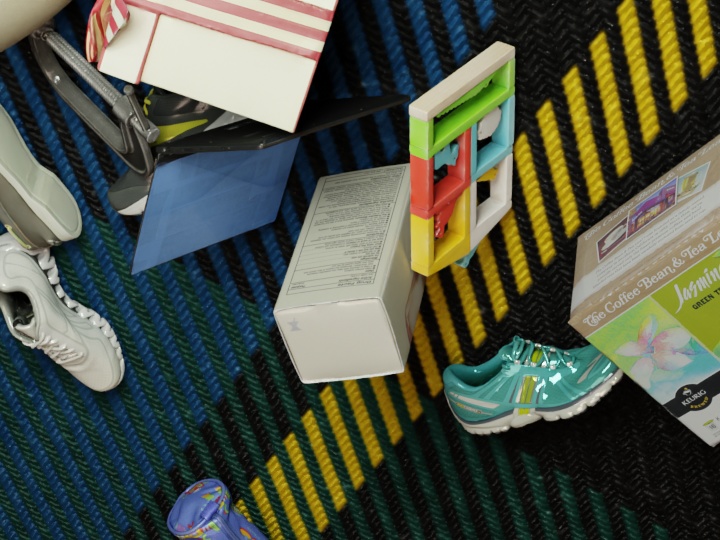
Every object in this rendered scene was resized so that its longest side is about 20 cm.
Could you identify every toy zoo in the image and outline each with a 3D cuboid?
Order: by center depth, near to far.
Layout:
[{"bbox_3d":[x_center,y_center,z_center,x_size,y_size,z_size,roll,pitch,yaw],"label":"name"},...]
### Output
[{"bbox_3d":[0.089,-0.084,1.449,0.020,0.131,0.201,24,134,31],"label":"toy zoo"}]

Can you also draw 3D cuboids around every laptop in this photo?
[{"bbox_3d":[-0.080,-0.074,1.432,0.199,0.187,0.117,1,108,43],"label":"laptop"}]

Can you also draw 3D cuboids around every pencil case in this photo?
[{"bbox_3d":[-0.124,0.318,1.832,0.087,0.078,0.200,-5,133,53],"label":"pencil case"}]

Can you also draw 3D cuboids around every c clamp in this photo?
[{"bbox_3d":[-0.232,-0.161,1.441,0.200,0.027,0.171,41,162,28],"label":"c clamp"}]

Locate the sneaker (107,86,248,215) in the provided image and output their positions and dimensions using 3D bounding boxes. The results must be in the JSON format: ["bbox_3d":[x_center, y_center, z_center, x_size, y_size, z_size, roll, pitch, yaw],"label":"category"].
[{"bbox_3d":[-0.170,-0.131,1.511,0.200,0.075,0.085,-40,105,24],"label":"sneaker"}]

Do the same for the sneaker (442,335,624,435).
[{"bbox_3d":[0.170,0.102,1.610,0.199,0.078,0.080,-20,112,25],"label":"sneaker"}]

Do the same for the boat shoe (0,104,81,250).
[{"bbox_3d":[-0.343,-0.098,1.565,0.060,0.072,0.202,-22,124,20],"label":"boat shoe"}]

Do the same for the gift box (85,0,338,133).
[{"bbox_3d":[-0.110,-0.226,1.314,0.186,0.200,0.186,18,98,-3],"label":"gift box"}]

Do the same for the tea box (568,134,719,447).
[{"bbox_3d":[0.322,0.014,1.467,0.197,0.134,0.200,39,125,-17],"label":"tea box"}]

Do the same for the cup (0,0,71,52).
[{"bbox_3d":[-0.275,-0.291,1.344,0.143,0.201,0.201,-21,123,-2],"label":"cup"}]

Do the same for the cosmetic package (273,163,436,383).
[{"bbox_3d":[0.000,0.000,1.483,0.103,0.200,0.088,-6,126,19],"label":"cosmetic package"}]

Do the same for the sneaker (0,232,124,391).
[{"bbox_3d":[-0.313,0.057,1.674,0.075,0.081,0.200,-21,121,24],"label":"sneaker"}]
